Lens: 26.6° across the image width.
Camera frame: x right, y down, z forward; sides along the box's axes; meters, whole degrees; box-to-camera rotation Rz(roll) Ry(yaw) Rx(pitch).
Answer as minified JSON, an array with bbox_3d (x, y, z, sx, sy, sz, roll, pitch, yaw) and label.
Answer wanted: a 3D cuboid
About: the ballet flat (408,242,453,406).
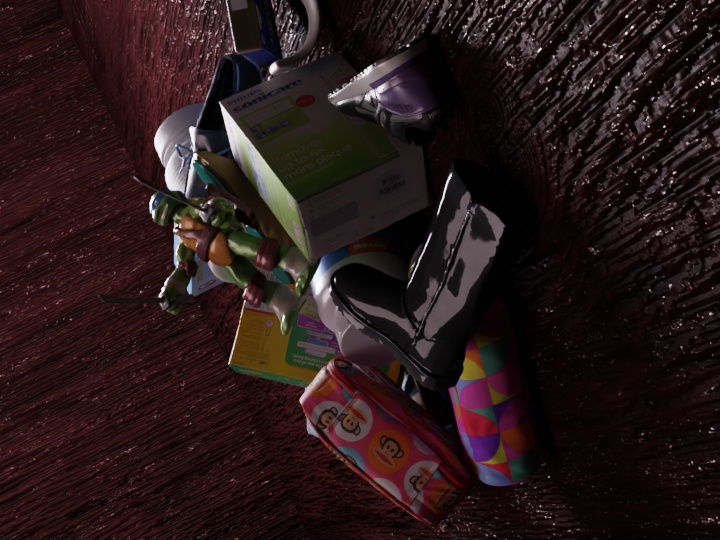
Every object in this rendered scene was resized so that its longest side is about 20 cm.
[{"bbox_3d":[0.094,0.048,1.566,0.072,0.071,0.202,48,158,51],"label":"ballet flat"}]

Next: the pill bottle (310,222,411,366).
[{"bbox_3d":[0.000,0.000,1.617,0.113,0.111,0.201,79,176,-46],"label":"pill bottle"}]

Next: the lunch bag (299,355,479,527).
[{"bbox_3d":[0.034,0.175,1.608,0.200,0.082,0.176,41,-174,7],"label":"lunch bag"}]

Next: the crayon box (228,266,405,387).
[{"bbox_3d":[-0.042,0.076,1.751,0.058,0.197,0.120,76,-154,-78],"label":"crayon box"}]

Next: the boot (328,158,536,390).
[{"bbox_3d":[0.059,-0.015,1.372,0.164,0.065,0.201,39,133,23],"label":"boot"}]

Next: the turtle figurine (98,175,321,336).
[{"bbox_3d":[-0.151,-0.002,1.555,0.192,0.145,0.200,26,-170,4],"label":"turtle figurine"}]

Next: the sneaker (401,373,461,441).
[{"bbox_3d":[0.085,0.163,1.808,0.200,0.075,0.078,91,178,-68],"label":"sneaker"}]

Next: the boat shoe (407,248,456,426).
[{"bbox_3d":[0.068,0.074,1.677,0.202,0.067,0.072,64,168,7],"label":"boat shoe"}]

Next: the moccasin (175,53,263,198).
[{"bbox_3d":[-0.170,-0.149,1.725,0.068,0.080,0.203,30,-112,-63],"label":"moccasin"}]

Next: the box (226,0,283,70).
[{"bbox_3d":[-0.119,-0.292,1.688,0.200,0.032,0.123,-25,-76,-85],"label":"box"}]

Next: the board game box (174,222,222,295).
[{"bbox_3d":[-0.149,-0.053,2.022,0.056,0.194,0.200,62,166,10],"label":"board game box"}]

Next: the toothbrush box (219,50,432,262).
[{"bbox_3d":[-0.037,-0.121,1.565,0.200,0.144,0.087,52,161,46],"label":"toothbrush box"}]

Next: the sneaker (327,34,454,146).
[{"bbox_3d":[0.029,-0.150,1.419,0.088,0.075,0.200,60,168,-5],"label":"sneaker"}]

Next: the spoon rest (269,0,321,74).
[{"bbox_3d":[-0.080,-0.311,1.600,0.099,0.060,0.203,177,85,-75],"label":"spoon rest"}]

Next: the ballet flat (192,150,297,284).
[{"bbox_3d":[-0.113,-0.071,1.686,0.068,0.063,0.201,26,156,54],"label":"ballet flat"}]

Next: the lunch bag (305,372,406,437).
[{"bbox_3d":[-0.015,0.117,1.952,0.169,0.126,0.203,-173,79,-74],"label":"lunch bag"}]

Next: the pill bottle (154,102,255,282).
[{"bbox_3d":[-0.164,-0.095,1.811,0.201,0.112,0.114,59,166,28],"label":"pill bottle"}]

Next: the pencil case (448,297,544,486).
[{"bbox_3d":[0.123,0.116,1.504,0.088,0.088,0.202,42,155,59],"label":"pencil case"}]
